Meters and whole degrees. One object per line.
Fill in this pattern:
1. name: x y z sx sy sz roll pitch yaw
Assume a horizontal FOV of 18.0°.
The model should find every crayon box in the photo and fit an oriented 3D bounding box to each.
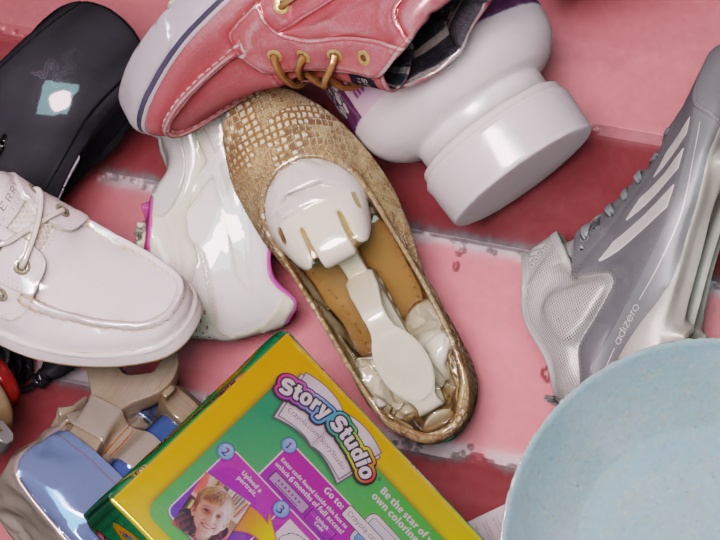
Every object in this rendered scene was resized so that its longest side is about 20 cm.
1. crayon box: -0.014 0.142 1.047 0.200 0.058 0.119 47 65 0

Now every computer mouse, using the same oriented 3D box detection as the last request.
1. computer mouse: -0.165 -0.029 1.148 0.200 0.046 0.140 -45 80 18

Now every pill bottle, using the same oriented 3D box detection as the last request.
1. pill bottle: 0.024 -0.125 1.123 0.112 0.112 0.200 -36 79 3

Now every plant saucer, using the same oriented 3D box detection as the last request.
1. plant saucer: 0.161 0.133 1.046 0.201 0.039 0.201 1 79 -4

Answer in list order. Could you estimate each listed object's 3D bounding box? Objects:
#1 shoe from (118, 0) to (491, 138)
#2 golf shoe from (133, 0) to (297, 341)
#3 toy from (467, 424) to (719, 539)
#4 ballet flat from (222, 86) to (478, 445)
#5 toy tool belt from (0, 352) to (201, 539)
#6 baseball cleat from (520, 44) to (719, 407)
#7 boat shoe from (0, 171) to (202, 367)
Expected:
1. shoe: -0.023 -0.107 1.045 0.200 0.071 0.091 -42 72 22
2. golf shoe: -0.066 -0.060 1.156 0.091 0.075 0.200 5 89 -3
3. toy: 0.146 0.141 1.108 0.200 0.047 0.115 -27 84 9
4. ballet flat: 0.000 0.000 1.102 0.070 0.065 0.200 -33 102 4
5. toy tool belt: -0.113 0.098 1.128 0.123 0.125 0.200 -38 82 -30
6. baseball cleat: 0.135 -0.026 1.118 0.106 0.070 0.200 10 74 26
7. boat shoe: -0.172 -0.013 1.086 0.200 0.069 0.071 17 51 12
